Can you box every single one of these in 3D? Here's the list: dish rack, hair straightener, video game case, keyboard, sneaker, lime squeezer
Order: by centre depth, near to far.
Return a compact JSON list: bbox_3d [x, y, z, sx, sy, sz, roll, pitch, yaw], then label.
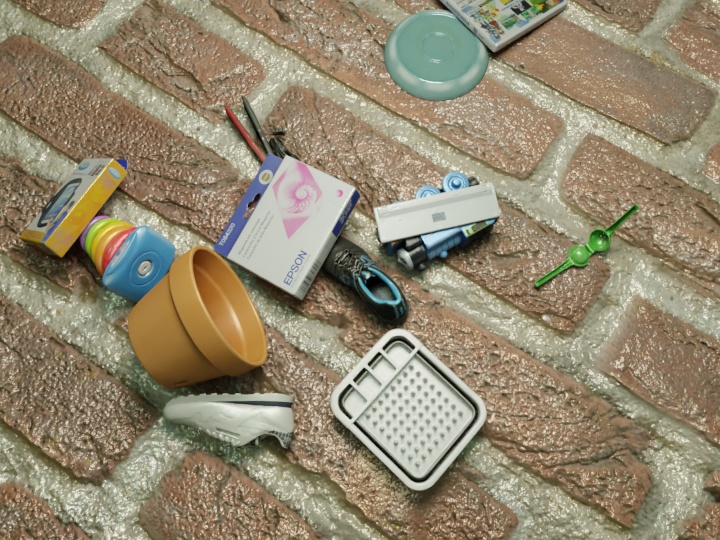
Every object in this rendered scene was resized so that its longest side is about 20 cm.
[{"bbox_3d":[-0.198,0.225,1.007,0.197,0.076,0.082,-1,79,3],"label":"sneaker"},{"bbox_3d":[0.071,0.209,1.019,0.200,0.044,0.172,41,75,15],"label":"dish rack"},{"bbox_3d":[0.122,-0.092,1.062,0.197,0.011,0.057,-13,90,-5],"label":"keyboard"},{"bbox_3d":[0.000,0.000,1.076,0.199,0.082,0.073,38,78,15],"label":"sneaker"},{"bbox_3d":[0.370,-0.033,1.092,0.199,0.071,0.038,-40,89,18],"label":"lime squeezer"},{"bbox_3d":[-0.160,-0.231,1.186,0.076,0.041,0.201,-32,73,-10],"label":"hair straightener"},{"bbox_3d":[0.265,-0.520,1.279,0.199,0.022,0.183,-34,73,-20],"label":"video game case"}]

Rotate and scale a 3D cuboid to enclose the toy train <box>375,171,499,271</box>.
[{"bbox_3d":[0.125,-0.078,1.103,0.198,0.087,0.115,-29,78,-9],"label":"toy train"}]

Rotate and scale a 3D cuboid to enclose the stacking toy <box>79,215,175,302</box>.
[{"bbox_3d":[-0.414,-0.049,1.106,0.199,0.110,0.117,31,82,27],"label":"stacking toy"}]

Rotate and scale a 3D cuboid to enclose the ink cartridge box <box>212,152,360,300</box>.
[{"bbox_3d":[-0.129,-0.082,1.095,0.198,0.043,0.198,26,83,22],"label":"ink cartridge box"}]

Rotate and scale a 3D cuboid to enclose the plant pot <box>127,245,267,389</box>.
[{"bbox_3d":[-0.249,0.083,1.003,0.139,0.200,0.202,-28,71,7],"label":"plant pot"}]

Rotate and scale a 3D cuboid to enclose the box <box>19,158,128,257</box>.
[{"bbox_3d":[-0.469,-0.117,1.116,0.118,0.041,0.202,8,62,45],"label":"box"}]

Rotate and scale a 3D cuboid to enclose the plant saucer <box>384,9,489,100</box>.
[{"bbox_3d":[0.142,-0.410,1.253,0.197,0.027,0.203,0,70,1],"label":"plant saucer"}]
